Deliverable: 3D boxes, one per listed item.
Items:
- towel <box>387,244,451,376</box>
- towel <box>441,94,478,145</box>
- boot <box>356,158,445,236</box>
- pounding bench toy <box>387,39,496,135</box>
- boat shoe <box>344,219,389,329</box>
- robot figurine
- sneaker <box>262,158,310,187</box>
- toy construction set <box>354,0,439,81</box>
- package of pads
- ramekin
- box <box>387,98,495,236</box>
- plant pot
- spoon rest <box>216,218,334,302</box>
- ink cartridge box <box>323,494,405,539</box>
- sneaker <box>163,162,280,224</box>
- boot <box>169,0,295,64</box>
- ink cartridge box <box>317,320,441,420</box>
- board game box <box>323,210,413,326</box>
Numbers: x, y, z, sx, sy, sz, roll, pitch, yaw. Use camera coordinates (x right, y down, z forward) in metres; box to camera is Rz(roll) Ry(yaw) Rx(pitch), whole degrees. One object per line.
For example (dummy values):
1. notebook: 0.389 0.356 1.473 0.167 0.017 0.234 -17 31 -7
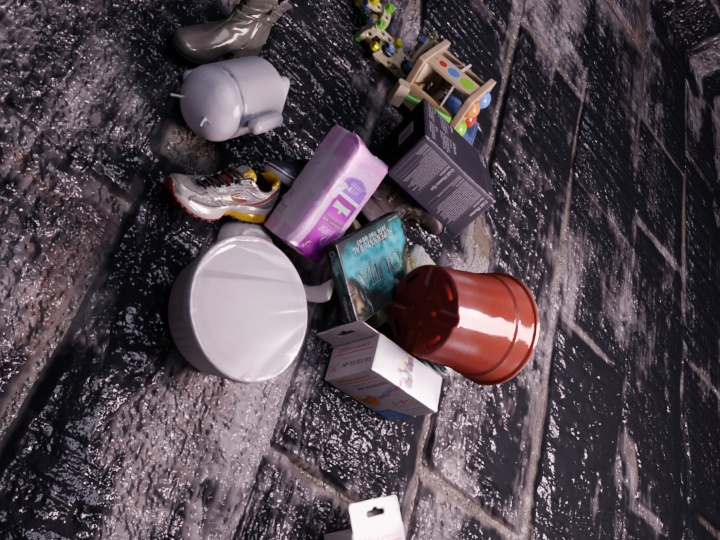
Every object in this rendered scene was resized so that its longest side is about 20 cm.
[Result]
1. towel: 0.125 0.077 1.448 0.200 0.048 0.172 51 42 -21
2. towel: 0.199 -0.288 1.665 0.112 0.048 0.201 43 48 -26
3. boot: 0.062 -0.101 1.438 0.200 0.069 0.175 46 47 -11
4. pounding bench toy: 0.158 -0.339 1.544 0.156 0.125 0.200 41 45 5
5. boat shoe: 0.002 0.000 1.328 0.063 0.073 0.203 -23 95 -55
6. robot figurine: -0.196 -0.265 1.183 0.169 0.114 0.199 35 37 22
7. sneaker: -0.076 -0.158 1.284 0.199 0.078 0.080 23 95 -48
8. toy construction set: 0.069 -0.472 1.574 0.198 0.092 0.133 22 59 -28
9. package of pads: -0.051 -0.117 1.210 0.201 0.075 0.120 -54 148 1
10. ramekin: -0.178 0.058 1.081 0.201 0.094 0.205 11 73 -41
11. box: 0.148 -0.195 1.442 0.182 0.104 0.201 39 26 -18
12. plant pot: 0.164 0.082 1.296 0.194 0.200 0.203 17 63 -43
13. spoon rest: -0.137 -0.007 1.201 0.199 0.061 0.100 32 51 -18
14. ink cartridge box: 0.012 0.451 1.163 0.116 0.067 0.203 6 72 -46
15. sneaker: -0.201 -0.126 1.134 0.199 0.083 0.078 -2 43 -51
16. boot: -0.200 -0.398 1.210 0.068 0.131 0.199 53 39 9
17. ink cartridge box: 0.025 0.167 1.251 0.199 0.114 0.068 37 52 -30
18. board game box: 0.022 -0.007 1.275 0.200 0.028 0.137 -32 109 -51
